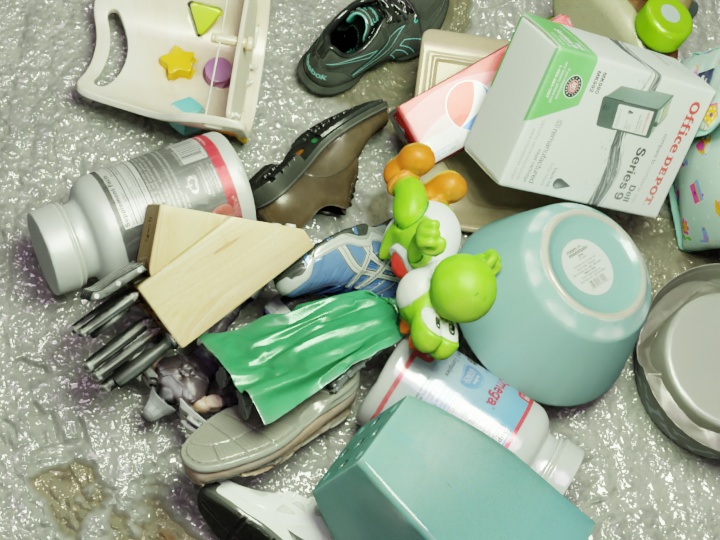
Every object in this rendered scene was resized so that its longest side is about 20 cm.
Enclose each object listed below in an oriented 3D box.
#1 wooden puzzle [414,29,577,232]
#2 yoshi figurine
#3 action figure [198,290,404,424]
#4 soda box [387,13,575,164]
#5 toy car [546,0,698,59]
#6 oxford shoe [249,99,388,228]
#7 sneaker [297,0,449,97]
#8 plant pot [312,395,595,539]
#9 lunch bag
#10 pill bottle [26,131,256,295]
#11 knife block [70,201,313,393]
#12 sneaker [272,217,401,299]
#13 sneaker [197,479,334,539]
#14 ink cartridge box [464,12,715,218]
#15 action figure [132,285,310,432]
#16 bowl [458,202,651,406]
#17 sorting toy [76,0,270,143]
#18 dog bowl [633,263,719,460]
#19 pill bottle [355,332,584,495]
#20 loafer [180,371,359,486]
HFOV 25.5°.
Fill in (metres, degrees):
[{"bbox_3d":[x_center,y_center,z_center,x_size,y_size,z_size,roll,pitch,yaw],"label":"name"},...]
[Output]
[{"bbox_3d":[0.139,-0.136,1.628,0.183,0.037,0.202,8,86,-8],"label":"wooden puzzle"},{"bbox_3d":[0.079,-0.019,1.436,0.111,0.112,0.202,0,55,-7],"label":"yoshi figurine"},{"bbox_3d":[-0.033,0.068,1.445,0.199,0.055,0.118,-23,56,-25],"label":"action figure"},{"bbox_3d":[0.130,-0.176,1.578,0.199,0.063,0.070,-30,92,-8],"label":"soda box"},{"bbox_3d":[0.313,-0.271,1.688,0.199,0.165,0.159,-23,72,-33],"label":"toy car"},{"bbox_3d":[-0.032,-0.100,1.593,0.200,0.072,0.085,-44,109,-30],"label":"oxford shoe"},{"bbox_3d":[0.024,-0.252,1.656,0.200,0.079,0.075,-39,78,-25],"label":"sneaker"},{"bbox_3d":[0.068,0.219,1.385,0.200,0.141,0.141,45,50,-4],"label":"plant pot"},{"bbox_3d":[0.377,-0.128,1.593,0.121,0.170,0.202,-12,91,-16],"label":"lunch bag"},{"bbox_3d":[-0.207,-0.049,1.502,0.198,0.111,0.111,-21,72,-19],"label":"pill bottle"},{"bbox_3d":[-0.154,0.033,1.431,0.198,0.064,0.178,9,90,-19],"label":"knife block"},{"bbox_3d":[0.000,0.000,1.513,0.199,0.075,0.078,-16,84,-45],"label":"sneaker"},{"bbox_3d":[-0.045,0.222,1.447,0.199,0.076,0.116,32,55,-5],"label":"sneaker"},{"bbox_3d":[0.222,-0.146,1.532,0.198,0.147,0.084,9,25,-30],"label":"ink cartridge box"},{"bbox_3d":[-0.134,0.078,1.489,0.130,0.069,0.200,45,70,2],"label":"action figure"},{"bbox_3d":[0.198,0.017,1.518,0.199,0.105,0.203,13,59,-22],"label":"bowl"},{"bbox_3d":[-0.188,-0.218,1.594,0.178,0.107,0.202,8,66,0],"label":"sorting toy"},{"bbox_3d":[0.363,0.096,1.581,0.198,0.059,0.202,4,66,-10],"label":"dog bowl"},{"bbox_3d":[0.103,0.148,1.479,0.199,0.109,0.109,33,64,3],"label":"pill bottle"},{"bbox_3d":[-0.076,0.149,1.446,0.199,0.063,0.072,-30,44,-34],"label":"loafer"}]
